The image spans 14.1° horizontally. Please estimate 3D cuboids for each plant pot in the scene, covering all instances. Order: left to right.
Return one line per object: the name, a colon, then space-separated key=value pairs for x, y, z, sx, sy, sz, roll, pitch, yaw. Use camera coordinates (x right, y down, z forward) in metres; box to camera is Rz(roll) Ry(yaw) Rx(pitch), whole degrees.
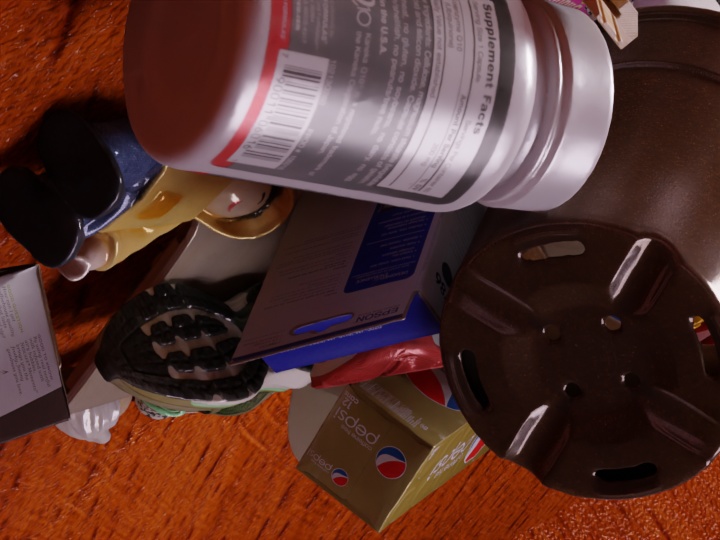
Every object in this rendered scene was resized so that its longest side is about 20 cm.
plant pot: x=0.138 y=0.001 z=1.436 sx=0.200 sy=0.200 sz=0.198 roll=-43 pitch=-173 yaw=34

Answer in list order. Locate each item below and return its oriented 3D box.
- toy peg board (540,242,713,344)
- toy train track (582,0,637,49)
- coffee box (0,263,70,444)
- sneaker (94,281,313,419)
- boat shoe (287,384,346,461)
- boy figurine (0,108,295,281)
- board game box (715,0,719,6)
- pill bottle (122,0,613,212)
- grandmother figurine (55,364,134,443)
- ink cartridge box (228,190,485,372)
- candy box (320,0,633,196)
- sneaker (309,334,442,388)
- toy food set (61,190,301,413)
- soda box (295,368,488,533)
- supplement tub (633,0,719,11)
toy peg board: x=0.185 y=0.011 z=1.691 sx=0.198 sy=0.098 sz=0.200 roll=-24 pitch=174 yaw=-13
toy train track: x=0.078 y=-0.171 z=1.291 sx=0.032 sy=0.115 sz=0.200 roll=-39 pitch=134 yaw=7
coffee box: x=-0.248 y=0.061 z=1.361 sx=0.114 sy=0.080 sz=0.199 roll=-8 pitch=-173 yaw=42
sneaker: x=-0.094 y=0.060 z=1.601 sx=0.088 sy=0.077 sz=0.200 roll=-38 pitch=163 yaw=23
boat shoe: x=0.002 y=0.031 z=1.769 sx=0.063 sy=0.071 sz=0.201 roll=-39 pitch=148 yaw=-52
boy figurine: x=-0.104 y=-0.041 z=1.461 sx=0.124 sy=0.065 sz=0.200 roll=-47 pitch=161 yaw=20
board game box: x=0.253 y=-0.222 z=1.529 sx=0.199 sy=0.127 sz=0.035 roll=-33 pitch=167 yaw=-2
pill bottle: x=0.005 y=-0.088 z=1.287 sx=0.199 sy=0.115 sz=0.114 roll=9 pitch=143 yaw=-33
grandmother figurine: x=-0.109 y=0.052 z=1.800 sx=0.199 sy=0.061 sz=0.121 roll=-23 pitch=177 yaw=-31
ink cartridge box: x=0.005 y=-0.005 z=1.466 sx=0.099 sy=0.039 sz=0.200 roll=-14 pitch=-153 yaw=23
candy box: x=0.048 y=-0.139 z=1.452 sx=0.199 sy=0.072 sz=0.168 roll=-31 pitch=167 yaw=-10
sneaker: x=0.000 y=0.000 z=1.569 sx=0.078 sy=0.116 sz=0.200 roll=-9 pitch=180 yaw=-8
toy food set: x=-0.105 y=-0.001 z=1.641 sx=0.143 sy=0.060 sz=0.200 roll=-15 pitch=149 yaw=-54
soda box: x=0.040 y=0.085 z=1.725 sx=0.068 sy=0.064 sz=0.200 roll=-58 pitch=166 yaw=23
supplement tub: x=0.185 y=-0.126 z=1.666 sx=0.199 sy=0.146 sz=0.145 roll=-18 pitch=160 yaw=-49
